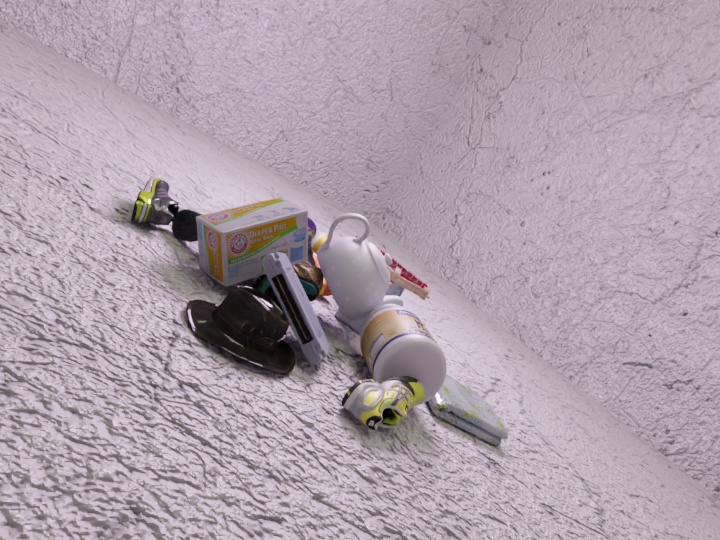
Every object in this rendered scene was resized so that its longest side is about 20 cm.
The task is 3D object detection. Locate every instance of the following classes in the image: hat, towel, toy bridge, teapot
[{"bbox_3d":[-0.175,0.077,0.885,0.199,0.082,0.201,32,11,-7],"label":"hat"},{"bbox_3d":[0.216,0.289,1.207,0.198,0.049,0.171,30,10,-19],"label":"towel"},{"bbox_3d":[0.085,0.011,1.331,0.198,0.027,0.067,34,13,1],"label":"toy bridge"},{"bbox_3d":[0.000,0.000,1.205,0.200,0.144,0.200,65,4,16],"label":"teapot"},{"bbox_3d":[0.082,-0.018,1.465,0.199,0.023,0.144,36,-1,-34],"label":"towel"}]

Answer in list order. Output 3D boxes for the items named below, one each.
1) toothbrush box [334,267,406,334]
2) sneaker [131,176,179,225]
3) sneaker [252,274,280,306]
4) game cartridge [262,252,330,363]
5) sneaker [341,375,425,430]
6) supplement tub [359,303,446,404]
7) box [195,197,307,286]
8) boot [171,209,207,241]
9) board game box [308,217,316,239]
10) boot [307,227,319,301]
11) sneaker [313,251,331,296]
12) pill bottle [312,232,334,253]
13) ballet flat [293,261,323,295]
[{"bbox_3d":[0.033,0.069,1.393,0.085,0.148,0.200,34,11,14],"label":"toothbrush box"},{"bbox_3d":[-0.422,-0.137,1.154,0.080,0.075,0.201,22,20,-18],"label":"sneaker"},{"bbox_3d":[-0.160,0.053,1.084,0.087,0.075,0.200,34,8,-19],"label":"sneaker"},{"bbox_3d":[-0.113,0.064,0.989,0.133,0.040,0.203,-18,82,-86],"label":"game cartridge"},{"bbox_3d":[0.051,0.231,0.930,0.198,0.076,0.077,4,35,-49],"label":"sneaker"},{"bbox_3d":[0.077,0.160,1.100,0.143,0.146,0.200,29,11,-20],"label":"supplement tub"},{"bbox_3d":[-0.209,-0.061,1.079,0.198,0.114,0.101,-21,34,-39],"label":"box"},{"bbox_3d":[-0.287,-0.077,1.206,0.163,0.067,0.199,10,-1,32],"label":"boot"},{"bbox_3d":[-0.202,-0.072,1.338,0.159,0.196,0.040,78,2,-63],"label":"board game box"},{"bbox_3d":[-0.149,0.008,1.305,0.072,0.204,0.156,-4,67,-20],"label":"boot"},{"bbox_3d":[-0.137,-0.003,1.433,0.076,0.074,0.199,3,25,-46],"label":"sneaker"},{"bbox_3d":[-0.098,-0.040,1.602,0.199,0.112,0.111,36,10,16],"label":"pill bottle"},{"bbox_3d":[-0.168,-0.009,1.188,0.197,0.071,0.066,24,52,4],"label":"ballet flat"}]
